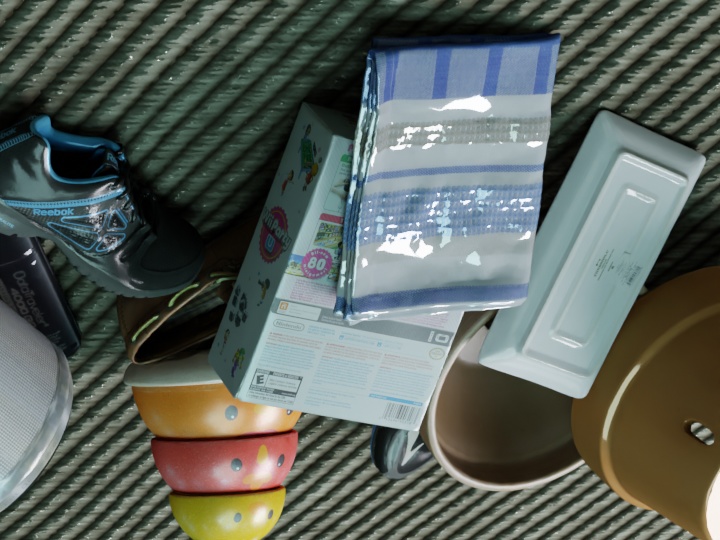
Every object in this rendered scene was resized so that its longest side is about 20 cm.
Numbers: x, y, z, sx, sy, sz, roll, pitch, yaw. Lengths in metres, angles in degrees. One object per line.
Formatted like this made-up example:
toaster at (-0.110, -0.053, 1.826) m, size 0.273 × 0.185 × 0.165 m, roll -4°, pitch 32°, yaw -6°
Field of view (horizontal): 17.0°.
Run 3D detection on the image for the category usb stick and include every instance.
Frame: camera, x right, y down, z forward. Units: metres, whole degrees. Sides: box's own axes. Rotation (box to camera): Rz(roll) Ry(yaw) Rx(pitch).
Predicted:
usb stick at (-0.245, 0.007, 1.720) m, size 0.055 × 0.033 × 0.200 m, roll -17°, pitch 146°, yaw -1°

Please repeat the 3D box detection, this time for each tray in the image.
tray at (0.169, -0.006, 1.714) m, size 0.107 × 0.022 × 0.200 m, roll 20°, pitch 101°, yaw -34°

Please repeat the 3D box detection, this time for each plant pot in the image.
plant pot at (0.120, 0.059, 1.807) m, size 0.200 × 0.093 × 0.201 m, roll -15°, pitch 129°, yaw -20°
plant pot at (0.275, 0.116, 1.782) m, size 0.200 × 0.140 × 0.201 m, roll -15°, pitch 127°, yaw -21°

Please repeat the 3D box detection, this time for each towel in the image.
towel at (0.060, -0.060, 1.608) m, size 0.146 × 0.024 × 0.201 m, roll -4°, pitch 115°, yaw -24°

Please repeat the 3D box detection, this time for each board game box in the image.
board game box at (0.000, 0.000, 1.661) m, size 0.147 × 0.064 × 0.200 m, roll 12°, pitch 110°, yaw -29°

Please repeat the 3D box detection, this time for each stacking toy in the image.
stacking toy at (-0.097, 0.156, 1.801) m, size 0.146 × 0.201 × 0.146 m, roll -5°, pitch -178°, yaw 0°

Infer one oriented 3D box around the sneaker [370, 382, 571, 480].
sneaker at (0.088, 0.118, 1.923) m, size 0.199 × 0.083 × 0.071 m, roll -28°, pitch 142°, yaw 26°

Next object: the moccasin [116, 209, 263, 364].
moccasin at (-0.084, 0.010, 1.723) m, size 0.201 × 0.078 × 0.074 m, roll -21°, pitch 142°, yaw 13°

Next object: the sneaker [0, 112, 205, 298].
sneaker at (-0.173, -0.042, 1.630) m, size 0.200 × 0.073 × 0.082 m, roll 23°, pitch 133°, yaw -40°

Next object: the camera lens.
camera lens at (-0.310, 0.072, 1.662) m, size 0.160 × 0.160 × 0.200 m, roll -28°, pitch 129°, yaw 25°
